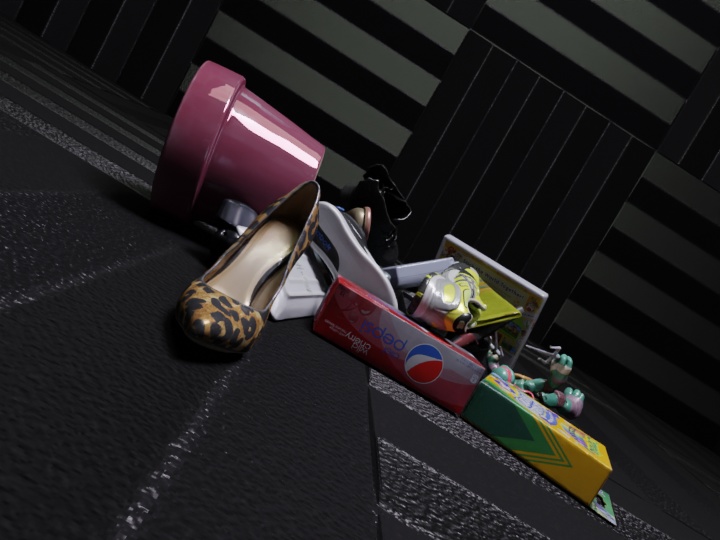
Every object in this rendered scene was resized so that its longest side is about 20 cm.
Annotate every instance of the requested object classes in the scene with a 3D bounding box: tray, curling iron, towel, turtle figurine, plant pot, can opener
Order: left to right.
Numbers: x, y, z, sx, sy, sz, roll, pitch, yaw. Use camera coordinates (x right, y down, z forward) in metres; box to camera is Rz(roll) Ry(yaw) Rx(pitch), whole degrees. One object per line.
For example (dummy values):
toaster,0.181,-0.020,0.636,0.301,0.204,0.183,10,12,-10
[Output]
plant pot,-0.149,-0.136,0.823,0.176,0.203,0.200,22,7,-12
can opener,-0.115,-0.015,0.782,0.063,0.080,0.200,25,-7,29
tray,-0.078,0.001,0.749,0.109,0.022,0.200,68,12,7
towel,0.163,0.042,0.938,0.084,0.018,0.200,-13,13,-3
curling iron,0.150,0.095,0.849,0.198,0.026,0.049,-25,38,-32
turtle figurine,0.235,0.161,0.917,0.148,0.102,0.199,13,-19,48

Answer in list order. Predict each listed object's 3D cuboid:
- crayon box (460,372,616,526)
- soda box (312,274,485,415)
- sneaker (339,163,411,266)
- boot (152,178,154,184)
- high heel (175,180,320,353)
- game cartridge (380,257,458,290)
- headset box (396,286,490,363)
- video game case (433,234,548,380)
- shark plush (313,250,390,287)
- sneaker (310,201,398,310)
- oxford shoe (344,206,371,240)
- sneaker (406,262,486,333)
crayon box,0.223,0.202,0.761,0.198,0.052,0.125,34,6,17
soda box,0.042,0.085,0.742,0.197,0.064,0.070,30,5,-6
sneaker,0.036,-0.076,0.978,0.103,0.061,0.201,5,-39,40
boot,-0.191,-0.102,0.942,0.196,0.079,0.138,11,10,21
high heel,-0.083,-0.014,0.518,0.071,0.144,0.200,30,6,-1
game cartridge,0.050,0.011,1.009,0.131,0.041,0.199,-5,-2,-26
headset box,0.116,0.094,0.978,0.147,0.076,0.200,32,6,6
video game case,0.188,0.068,1.064,0.199,0.185,0.023,34,27,29
shark plush,-0.053,-0.013,0.918,0.199,0.084,0.091,38,8,24
sneaker,0.000,0.000,0.833,0.203,0.072,0.112,62,13,0
oxford shoe,-0.044,-0.045,0.957,0.072,0.072,0.200,13,-23,-21
sneaker,0.123,0.043,0.820,0.076,0.076,0.199,33,21,16
